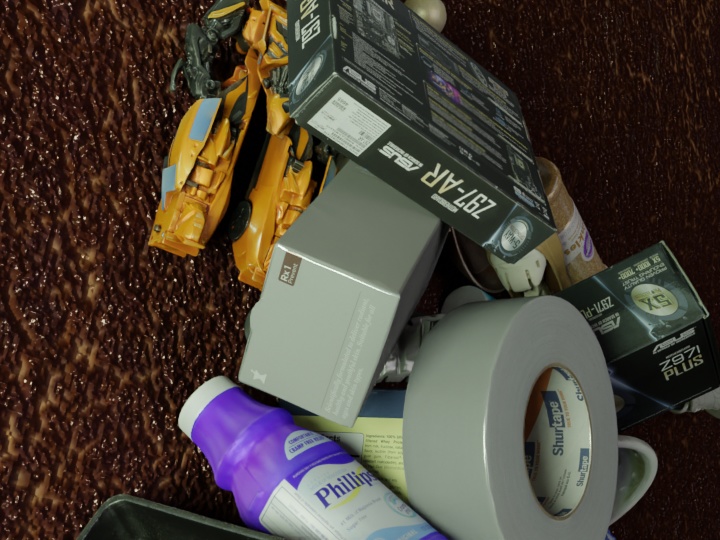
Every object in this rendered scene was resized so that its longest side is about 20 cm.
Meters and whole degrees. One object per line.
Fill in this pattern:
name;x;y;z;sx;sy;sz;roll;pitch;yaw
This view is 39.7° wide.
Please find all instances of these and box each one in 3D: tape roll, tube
tape roll;0.111;0.119;0.699;0.200;0.066;0.201;12;75;-52
tube;0.147;0.069;0.994;0.200;0.050;0.078;30;71;-52

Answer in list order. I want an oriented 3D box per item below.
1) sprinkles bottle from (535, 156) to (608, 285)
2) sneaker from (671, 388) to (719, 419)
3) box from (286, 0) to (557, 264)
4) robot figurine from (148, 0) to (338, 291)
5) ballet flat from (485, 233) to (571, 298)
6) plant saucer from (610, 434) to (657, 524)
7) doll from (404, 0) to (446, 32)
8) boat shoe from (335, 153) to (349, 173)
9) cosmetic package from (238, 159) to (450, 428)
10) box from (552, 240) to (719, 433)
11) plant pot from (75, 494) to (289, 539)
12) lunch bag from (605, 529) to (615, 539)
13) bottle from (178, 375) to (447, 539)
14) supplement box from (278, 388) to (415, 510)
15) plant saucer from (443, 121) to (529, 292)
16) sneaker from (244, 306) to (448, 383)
sprinkles bottle;0.196;-0.026;0.993;0.200;0.068;0.068;51;49;-44
sneaker;0.451;0.166;1.362;0.200;0.076;0.092;41;63;-33
box;0.040;-0.113;0.677;0.200;0.044;0.161;30;35;-31
robot figurine;-0.067;-0.094;0.691;0.145;0.058;0.201;24;76;-33
ballet flat;0.163;0.007;0.933;0.200;0.068;0.063;50;40;-43
plant saucer;0.178;0.204;0.936;0.200;0.200;0.050;31;25;-46
doll;0.056;-0.134;0.845;0.048;0.136;0.201;1;92;-13
boat shoe;0.012;-0.086;0.797;0.059;0.072;0.201;-18;98;-16
cosmetic package;0.000;0.000;0.666;0.200;0.090;0.107;-62;171;-58
box;0.221;0.084;0.923;0.164;0.200;0.086;50;16;-54
plant pot;-0.088;0.276;0.556;0.200;0.199;0.178;-56;140;-39
lunch bag;0.162;0.274;0.900;0.160;0.076;0.200;-42;141;3
bottle;-0.033;0.144;0.633;0.083;0.200;0.065;-8;131;-57
supplement box;0.040;0.202;0.762;0.200;0.134;0.201;21;70;-50
plant saucer;0.117;-0.079;0.961;0.200;0.034;0.201;2;88;-56
sneaker;-0.003;0.056;0.778;0.199;0.090;0.067;7;87;-26
